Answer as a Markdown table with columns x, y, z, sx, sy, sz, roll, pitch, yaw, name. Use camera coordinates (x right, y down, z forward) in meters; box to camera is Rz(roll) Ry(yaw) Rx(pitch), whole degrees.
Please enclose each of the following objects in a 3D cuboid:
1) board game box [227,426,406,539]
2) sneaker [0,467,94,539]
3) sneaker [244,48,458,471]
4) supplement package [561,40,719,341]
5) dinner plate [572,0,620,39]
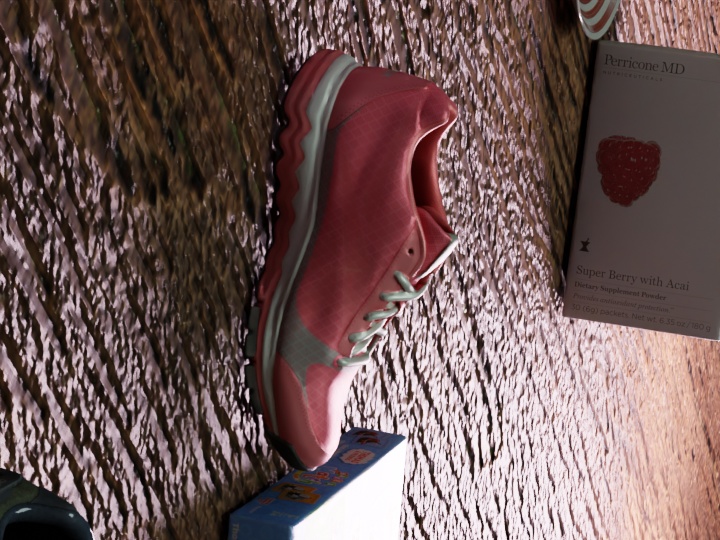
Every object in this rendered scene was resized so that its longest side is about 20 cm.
| x | y | z | sx | sy | sz | roll | pitch | yaw | name |
| --- | --- | --- | --- | --- | --- | --- | --- | --- | --- |
| -0.025 | 0.174 | 1.403 | 0.200 | 0.036 | 0.152 | -31 | 127 | -71 | board game box |
| -0.147 | 0.125 | 0.859 | 0.200 | 0.080 | 0.074 | -65 | 157 | -45 | sneaker |
| 0.000 | 0.000 | 1.304 | 0.074 | 0.086 | 0.201 | -15 | 113 | -72 | sneaker |
| 0.226 | -0.060 | 2.008 | 0.120 | 0.121 | 0.201 | -10 | 107 | -73 | supplement package |
| 0.160 | -0.255 | 1.854 | 0.200 | 0.024 | 0.201 | 8 | 90 | -75 | dinner plate |
